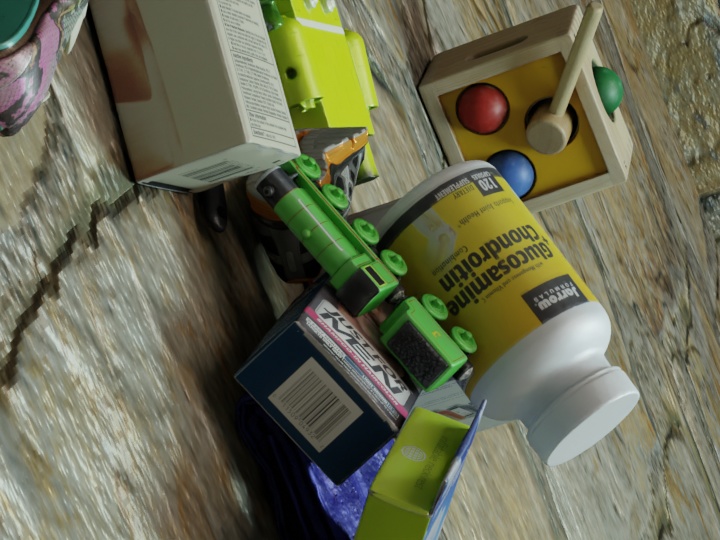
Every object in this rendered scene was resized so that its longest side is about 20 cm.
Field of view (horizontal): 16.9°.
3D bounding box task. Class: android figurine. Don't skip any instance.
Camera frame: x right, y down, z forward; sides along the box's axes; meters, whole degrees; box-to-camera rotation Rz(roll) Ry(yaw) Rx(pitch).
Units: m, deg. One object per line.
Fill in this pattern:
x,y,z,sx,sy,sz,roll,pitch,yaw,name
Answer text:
-0.034,-0.166,1.941,0.182,0.041,0.201,1,74,-72,android figurine

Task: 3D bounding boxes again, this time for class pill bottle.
0.101,0.031,1.669,0.200,0.112,0.112,53,11,18,pill bottle

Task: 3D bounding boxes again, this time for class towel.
-0.017,0.131,1.665,0.200,0.049,0.149,-33,105,-73,towel

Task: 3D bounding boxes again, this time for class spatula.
-0.104,-0.108,1.685,0.056,0.020,0.201,35,41,-44,spatula

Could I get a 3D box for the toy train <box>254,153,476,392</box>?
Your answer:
0.000,0.000,1.619,0.200,0.042,0.056,48,28,11,toy train

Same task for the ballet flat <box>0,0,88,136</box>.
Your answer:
-0.190,-0.142,1.397,0.200,0.069,0.072,-76,162,-54,ballet flat

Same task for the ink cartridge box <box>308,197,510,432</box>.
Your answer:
0.065,0.037,1.859,0.200,0.144,0.146,29,45,-67,ink cartridge box

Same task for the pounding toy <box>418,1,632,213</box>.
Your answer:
0.171,-0.158,2.303,0.142,0.199,0.185,-66,135,-65,pounding toy

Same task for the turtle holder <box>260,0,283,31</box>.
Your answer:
-0.052,-0.271,1.817,0.132,0.140,0.186,65,19,-17,turtle holder

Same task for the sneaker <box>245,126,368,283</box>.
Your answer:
-0.039,-0.054,1.769,0.200,0.078,0.078,-57,140,-65,sneaker

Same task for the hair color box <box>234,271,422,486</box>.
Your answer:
-0.011,0.061,1.624,0.100,0.060,0.200,47,16,-4,hair color box

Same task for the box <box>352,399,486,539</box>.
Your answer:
0.019,0.181,1.525,0.122,0.047,0.201,-57,166,-63,box

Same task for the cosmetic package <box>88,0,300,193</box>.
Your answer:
-0.117,-0.160,1.586,0.103,0.087,0.201,10,64,-70,cosmetic package
